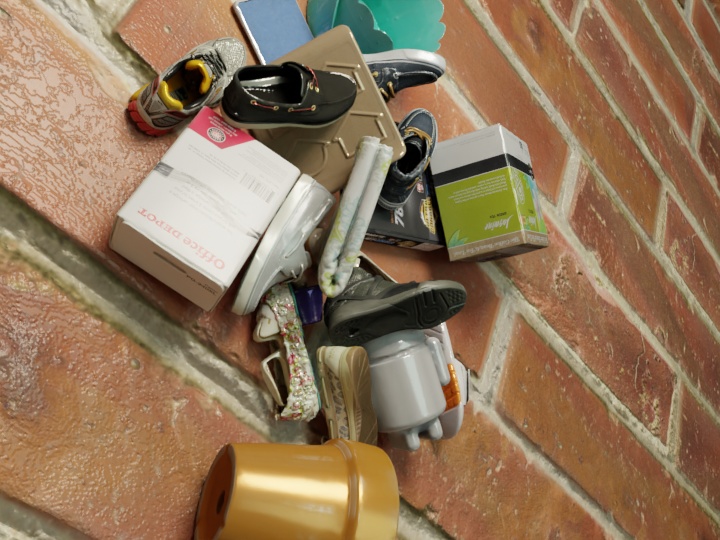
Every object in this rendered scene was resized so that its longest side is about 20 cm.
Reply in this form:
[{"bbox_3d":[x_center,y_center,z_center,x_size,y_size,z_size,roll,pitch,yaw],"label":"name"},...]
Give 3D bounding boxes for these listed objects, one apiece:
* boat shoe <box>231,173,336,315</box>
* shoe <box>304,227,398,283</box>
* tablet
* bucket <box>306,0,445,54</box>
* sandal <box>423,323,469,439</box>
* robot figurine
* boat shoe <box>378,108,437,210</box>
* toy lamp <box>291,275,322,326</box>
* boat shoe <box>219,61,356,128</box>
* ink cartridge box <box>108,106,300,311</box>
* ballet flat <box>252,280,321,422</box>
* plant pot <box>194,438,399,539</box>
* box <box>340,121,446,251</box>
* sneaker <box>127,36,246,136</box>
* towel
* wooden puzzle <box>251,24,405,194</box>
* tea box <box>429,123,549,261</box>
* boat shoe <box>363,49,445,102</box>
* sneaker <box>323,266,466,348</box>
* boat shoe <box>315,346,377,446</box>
[{"bbox_3d":[-0.091,-0.025,0.927,0.071,0.070,0.202,30,73,-8],"label":"boat shoe"},{"bbox_3d":[0.000,0.000,1.089,0.200,0.053,0.070,40,53,-30],"label":"shoe"},{"bbox_3d":[-0.105,-0.320,1.110,0.130,0.014,0.201,-36,104,-45],"label":"tablet"},{"bbox_3d":[0.022,-0.406,1.173,0.206,0.134,0.209,15,67,-40],"label":"bucket"},{"bbox_3d":[0.139,0.158,1.161,0.059,0.079,0.209,6,72,-40],"label":"sandal"},{"bbox_3d":[0.053,0.153,1.053,0.168,0.113,0.202,-17,90,-31],"label":"robot figurine"},{"bbox_3d":[0.084,-0.190,1.121,0.070,0.091,0.202,24,59,-4],"label":"boat shoe"},{"bbox_3d":[-0.092,-0.025,1.003,0.058,0.058,0.202,-13,88,-45],"label":"toy lamp"},{"bbox_3d":[-0.080,-0.225,0.934,0.200,0.063,0.074,-15,69,-36],"label":"boat shoe"},{"bbox_3d":[-0.184,-0.074,0.883,0.145,0.083,0.201,34,55,-9],"label":"ink cartridge box"},{"bbox_3d":[-0.102,0.100,0.949,0.063,0.075,0.202,-12,83,-30],"label":"ballet flat"},{"bbox_3d":[-0.083,0.280,0.843,0.182,0.200,0.202,21,63,-21],"label":"plant pot"},{"bbox_3d":[0.052,-0.142,1.188,0.197,0.049,0.202,10,71,-43],"label":"box"},{"bbox_3d":[-0.203,-0.242,0.941,0.078,0.082,0.200,52,47,-20],"label":"sneaker"},{"bbox_3d":[-0.012,-0.075,0.948,0.048,0.171,0.202,19,98,-3],"label":"towel"},{"bbox_3d":[-0.057,-0.213,1.040,0.201,0.184,0.046,63,5,-7],"label":"wooden puzzle"},{"bbox_3d":[0.221,-0.121,1.250,0.200,0.132,0.199,-2,80,-65],"label":"tea box"},{"bbox_3d":[0.027,-0.270,1.096,0.071,0.198,0.092,57,34,-77],"label":"boat shoe"},{"bbox_3d":[0.042,0.034,1.012,0.115,0.197,0.077,-113,-169,-51],"label":"sneaker"},{"bbox_3d":[-0.020,0.194,0.981,0.073,0.062,0.202,-30,120,-63],"label":"boat shoe"}]
